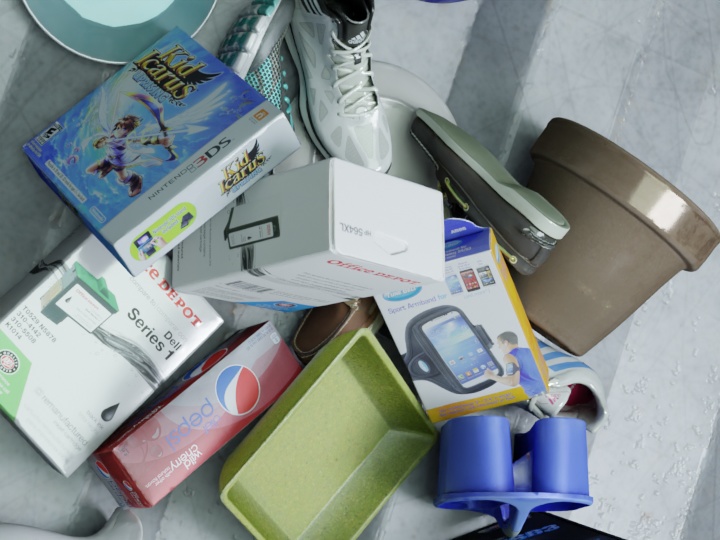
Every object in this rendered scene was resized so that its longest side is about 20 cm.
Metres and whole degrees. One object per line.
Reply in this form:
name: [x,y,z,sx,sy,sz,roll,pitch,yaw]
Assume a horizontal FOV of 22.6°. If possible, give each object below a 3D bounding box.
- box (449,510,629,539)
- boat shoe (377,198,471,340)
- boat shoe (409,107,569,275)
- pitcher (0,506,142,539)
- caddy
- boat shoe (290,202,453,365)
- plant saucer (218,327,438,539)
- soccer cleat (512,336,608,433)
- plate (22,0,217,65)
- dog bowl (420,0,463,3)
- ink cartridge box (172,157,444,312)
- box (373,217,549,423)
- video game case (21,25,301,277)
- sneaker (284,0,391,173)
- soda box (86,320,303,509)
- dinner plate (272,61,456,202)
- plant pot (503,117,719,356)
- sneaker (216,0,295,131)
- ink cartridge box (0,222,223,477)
box: [0.125,0.285,1.670,0.198,0.198,0.050,-16,98,-19]
boat shoe: [0.088,-0.012,1.711,0.200,0.068,0.072,-46,121,-11]
boat shoe: [0.106,-0.076,1.659,0.071,0.201,0.061,11,118,-51]
pitcher: [-0.287,0.301,1.558,0.198,0.121,0.173,-4,83,-29]
caddy: [0.141,0.196,1.679,0.140,0.200,0.106,1,79,-3]
boat shoe: [0.000,0.000,1.669,0.200,0.076,0.072,-51,134,-5]
plant saucer: [-0.037,0.167,1.651,0.200,0.048,0.200,-49,140,-13]
soccer cleat: [0.156,0.097,1.729,0.199,0.087,0.070,22,112,-20]
plate: [-0.220,-0.285,1.625,0.198,0.026,0.202,0,91,-21]
dog bowl: [0.087,-0.357,1.709,0.198,0.079,0.202,0,91,-21]
ink cartridge box: [-0.045,-0.026,1.553,0.145,0.199,0.085,14,70,-46]
box: [0.087,0.044,1.638,0.118,0.042,0.201,-16,126,15]
video game case: [-0.175,-0.108,1.546,0.181,0.200,0.046,-38,133,-10]
sneaker: [-0.016,-0.181,1.636,0.075,0.115,0.202,-20,86,-16]
soda box: [-0.146,0.129,1.610,0.200,0.070,0.064,-40,102,-30]
dinner plate: [0.013,-0.099,1.716,0.198,0.024,0.202,0,91,-19]
plant pot: [0.215,-0.018,1.708,0.200,0.200,0.175,35,88,-17]
sneaker: [-0.095,-0.157,1.652,0.091,0.078,0.201,22,93,-24]
ink cartridge box: [-0.242,0.058,1.590,0.200,0.084,0.146,-45,106,-14]
